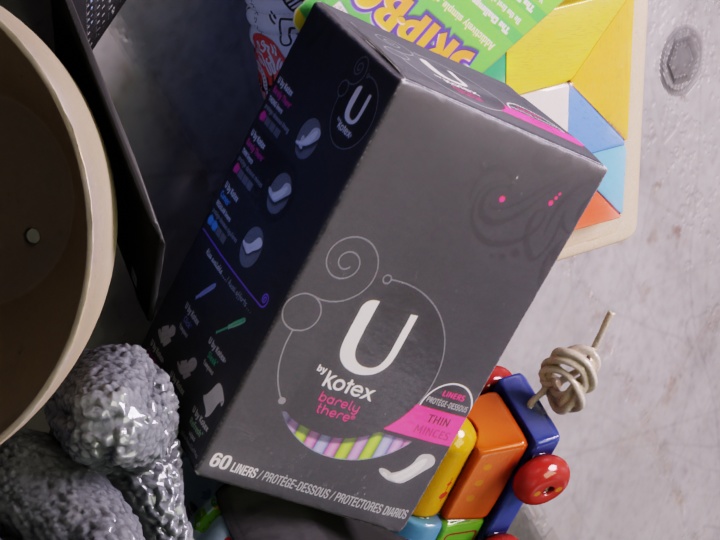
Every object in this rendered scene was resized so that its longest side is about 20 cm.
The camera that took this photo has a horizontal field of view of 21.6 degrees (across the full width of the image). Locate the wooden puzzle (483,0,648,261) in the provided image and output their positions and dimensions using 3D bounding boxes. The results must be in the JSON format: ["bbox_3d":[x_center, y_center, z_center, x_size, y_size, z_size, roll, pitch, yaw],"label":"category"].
[{"bbox_3d":[0.087,-0.080,0.999,0.199,0.037,0.186,-19,120,-34],"label":"wooden puzzle"}]

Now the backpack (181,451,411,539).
[{"bbox_3d":[-0.063,0.196,0.943,0.200,0.147,0.183,-44,136,12],"label":"backpack"}]

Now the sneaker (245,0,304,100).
[{"bbox_3d":[0.023,-0.155,0.980,0.201,0.067,0.108,-39,131,-27],"label":"sneaker"}]

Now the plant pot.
[{"bbox_3d":[-0.180,-0.024,0.755,0.134,0.199,0.201,-34,135,-77],"label":"plant pot"}]

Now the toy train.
[{"bbox_3d":[0.054,0.094,1.048,0.115,0.085,0.200,-5,137,-31],"label":"toy train"}]

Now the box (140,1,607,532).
[{"bbox_3d":[0.000,0.000,0.869,0.122,0.106,0.201,19,107,-32],"label":"box"}]

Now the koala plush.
[{"bbox_3d":[-0.153,0.146,0.751,0.200,0.177,0.185,-43,116,-79],"label":"koala plush"}]

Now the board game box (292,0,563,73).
[{"bbox_3d":[0.058,-0.154,0.905,0.200,0.030,0.096,-43,126,-10],"label":"board game box"}]

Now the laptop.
[{"bbox_3d":[-0.076,-0.102,0.807,0.103,0.177,0.200,32,76,-1],"label":"laptop"}]
